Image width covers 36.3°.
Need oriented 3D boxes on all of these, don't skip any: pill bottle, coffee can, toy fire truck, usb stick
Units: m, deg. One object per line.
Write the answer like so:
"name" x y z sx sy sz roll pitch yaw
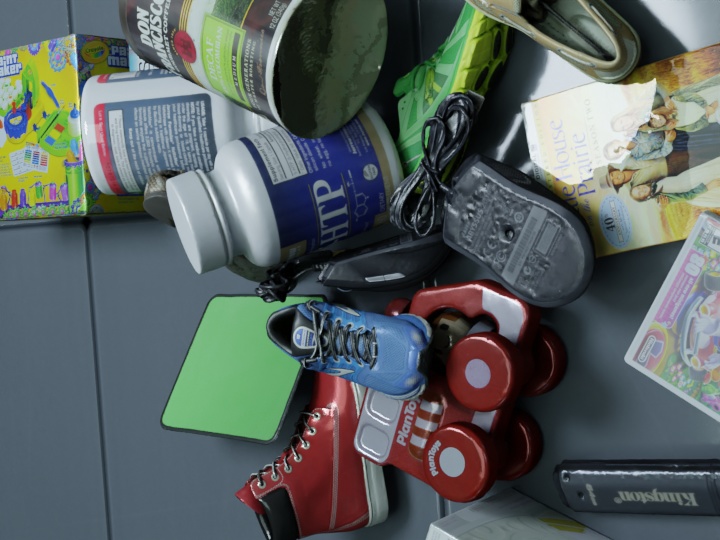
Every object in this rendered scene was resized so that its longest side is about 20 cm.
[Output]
"pill bottle" -0.167 -0.144 1.100 0.198 0.120 0.121 -5 92 2
"coffee can" -0.096 -0.220 0.977 0.199 0.146 0.148 29 110 32
"pill bottle" -0.070 -0.072 1.011 0.120 0.198 0.121 160 90 -75
"toy fire truck" 0.079 0.102 0.984 0.167 0.112 0.202 22 106 31
"usb stick" 0.255 0.178 0.905 0.199 0.033 0.056 -7 127 37

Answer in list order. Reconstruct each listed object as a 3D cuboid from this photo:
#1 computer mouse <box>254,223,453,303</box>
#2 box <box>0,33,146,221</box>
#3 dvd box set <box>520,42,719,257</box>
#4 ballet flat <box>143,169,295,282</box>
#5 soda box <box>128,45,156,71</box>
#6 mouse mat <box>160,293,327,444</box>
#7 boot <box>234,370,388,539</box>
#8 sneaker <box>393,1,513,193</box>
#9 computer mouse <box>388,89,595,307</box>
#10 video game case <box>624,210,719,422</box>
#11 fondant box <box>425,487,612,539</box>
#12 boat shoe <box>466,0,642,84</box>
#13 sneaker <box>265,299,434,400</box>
"computer mouse" 0.000 0.000 1.048 0.198 0.140 0.046 -16 98 -2
"box" -0.340 -0.158 1.266 0.199 0.122 0.195 0 94 37
"dvd box set" 0.236 -0.093 0.902 0.199 0.029 0.148 -12 87 36
"ballet flat" -0.135 -0.043 1.098 0.067 0.200 0.047 -19 51 36
"soda box" -0.208 -0.212 1.199 0.068 0.063 0.202 2 95 36
"mouse mat" -0.124 0.096 1.134 0.199 0.008 0.162 -2 61 47
"boot" -0.058 0.161 1.068 0.072 0.143 0.202 167 95 -69
"sneaker" 0.071 -0.169 0.990 0.083 0.074 0.201 35 114 24
"computer mouse" 0.125 -0.049 0.934 0.200 0.053 0.139 41 119 26
"video game case" 0.319 0.064 0.845 0.199 0.018 0.144 34 118 24
"fondant box" 0.168 0.262 0.915 0.199 0.144 0.059 24 107 32
"boat shoe" 0.137 -0.223 0.879 0.199 0.076 0.072 35 108 16
"sneaker" -0.014 0.069 0.972 0.199 0.089 0.079 6 90 50
